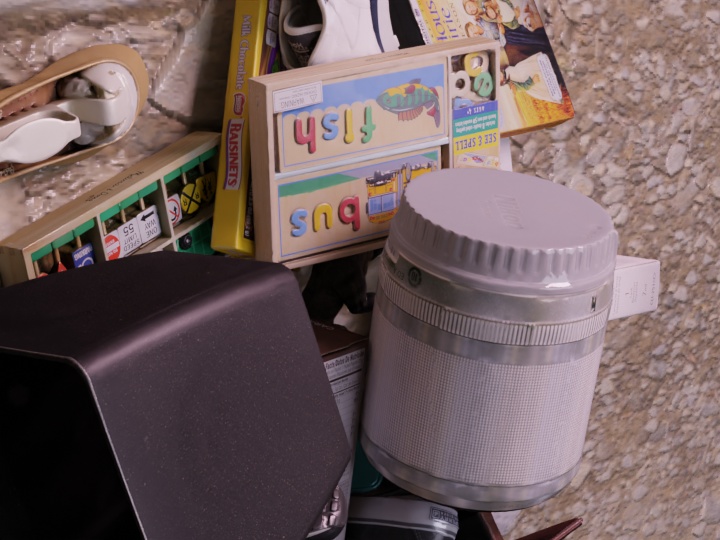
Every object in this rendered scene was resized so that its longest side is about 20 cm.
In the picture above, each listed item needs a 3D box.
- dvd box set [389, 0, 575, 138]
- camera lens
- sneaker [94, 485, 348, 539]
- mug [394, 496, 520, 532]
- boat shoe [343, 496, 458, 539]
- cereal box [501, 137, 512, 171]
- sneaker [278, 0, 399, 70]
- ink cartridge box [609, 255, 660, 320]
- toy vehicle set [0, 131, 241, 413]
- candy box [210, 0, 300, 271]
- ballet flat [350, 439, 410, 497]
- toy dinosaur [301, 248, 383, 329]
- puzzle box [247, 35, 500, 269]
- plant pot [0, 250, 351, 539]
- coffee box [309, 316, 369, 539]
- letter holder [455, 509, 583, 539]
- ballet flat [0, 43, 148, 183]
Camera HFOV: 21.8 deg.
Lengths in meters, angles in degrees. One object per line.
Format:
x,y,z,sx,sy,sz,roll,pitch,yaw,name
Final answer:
0.093,-0.176,1.487,0.199,0.029,0.148,-16,85,-56,dvd box set
0.084,0.050,1.269,0.159,0.159,0.202,-22,127,-50,camera lens
-0.096,0.179,1.225,0.076,0.198,0.088,-84,158,-46,sneaker
0.103,0.128,1.510,0.199,0.147,0.177,14,96,-43,mug
-0.008,0.194,1.336,0.068,0.199,0.057,20,72,-33,boat shoe
0.054,-0.099,1.478,0.199,0.039,0.146,-7,91,-53,cereal box
-0.018,-0.147,1.312,0.080,0.076,0.201,-44,134,-33,sneaker
0.105,0.004,1.451,0.175,0.198,0.045,-6,102,-53,ink cartridge box
-0.151,0.002,1.238,0.200,0.026,0.126,-36,125,-45,toy vehicle set
-0.063,-0.107,1.313,0.102,0.026,0.203,20,74,-66,candy box
0.024,0.147,1.397,0.064,0.197,0.068,80,8,-58,ballet flat
0.000,0.000,1.359,0.087,0.048,0.202,14,110,-30,toy dinosaur
0.013,-0.082,1.295,0.198,0.025,0.135,-15,114,-31,puzzle box
-0.124,0.091,1.109,0.177,0.199,0.201,-33,115,-37,plant pot
-0.070,0.132,1.281,0.079,0.113,0.202,-16,117,-54,coffee box
0.083,0.226,1.404,0.142,0.199,0.101,-25,86,-47,letter holder
-0.182,-0.090,1.145,0.199,0.063,0.069,-32,122,-48,ballet flat
